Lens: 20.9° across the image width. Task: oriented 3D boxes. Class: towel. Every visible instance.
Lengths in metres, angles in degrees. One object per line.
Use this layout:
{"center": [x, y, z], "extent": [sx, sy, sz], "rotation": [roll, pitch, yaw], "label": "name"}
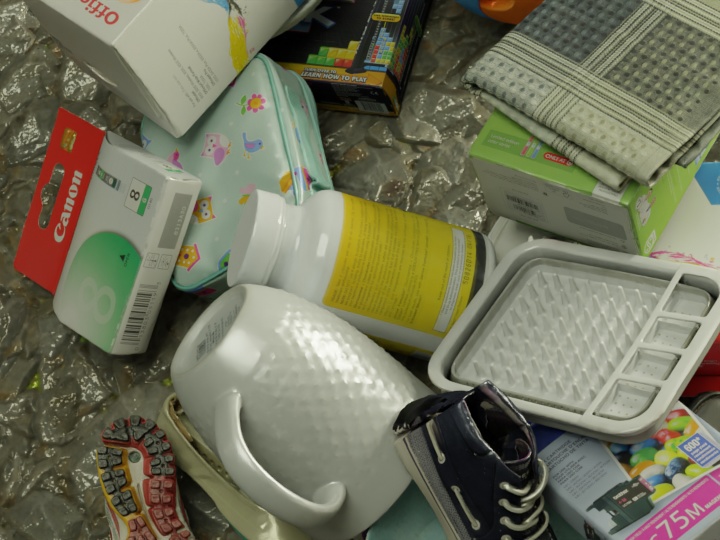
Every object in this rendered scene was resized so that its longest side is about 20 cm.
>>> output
{"center": [0.210, -0.160, 1.500], "extent": [0.192, 0.035, 0.200], "rotation": [-43, 53, -17], "label": "towel"}

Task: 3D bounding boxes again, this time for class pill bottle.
{"center": [0.000, 0.000, 1.558], "extent": [0.199, 0.112, 0.113], "rotation": [16, 64, -13], "label": "pill bottle"}

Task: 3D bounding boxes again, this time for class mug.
{"center": [-0.053, 0.112, 1.458], "extent": [0.148, 0.175, 0.200], "rotation": [-41, 20, 26], "label": "mug"}

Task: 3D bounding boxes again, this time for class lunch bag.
{"center": [-0.100, -0.077, 1.680], "extent": [0.160, 0.077, 0.201], "rotation": [-24, 64, 22], "label": "lunch bag"}

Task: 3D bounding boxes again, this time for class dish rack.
{"center": [0.168, 0.057, 1.463], "extent": [0.199, 0.044, 0.172], "rotation": [13, 51, 35], "label": "dish rack"}

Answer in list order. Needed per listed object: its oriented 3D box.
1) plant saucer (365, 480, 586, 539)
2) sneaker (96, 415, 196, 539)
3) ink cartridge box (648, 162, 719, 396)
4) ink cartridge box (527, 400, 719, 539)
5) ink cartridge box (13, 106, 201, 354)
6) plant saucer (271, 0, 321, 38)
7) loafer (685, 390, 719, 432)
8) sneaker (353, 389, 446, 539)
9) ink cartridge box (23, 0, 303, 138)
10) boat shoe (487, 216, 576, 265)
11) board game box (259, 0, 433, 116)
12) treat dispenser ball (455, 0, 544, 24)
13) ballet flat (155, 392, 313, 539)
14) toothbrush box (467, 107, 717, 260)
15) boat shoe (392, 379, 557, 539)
{"center": [0.097, 0.233, 1.469], "extent": [0.200, 0.039, 0.202], "rotation": [3, 69, -7], "label": "plant saucer"}
{"center": [-0.164, 0.221, 1.576], "extent": [0.077, 0.082, 0.201], "rotation": [-8, 74, -8], "label": "sneaker"}
{"center": [0.260, 0.018, 1.536], "extent": [0.115, 0.067, 0.201], "rotation": [-2, 63, 19], "label": "ink cartridge box"}
{"center": [0.194, 0.141, 1.423], "extent": [0.119, 0.042, 0.200], "rotation": [-34, 41, -15], "label": "ink cartridge box"}
{"center": [-0.237, -0.039, 1.689], "extent": [0.199, 0.050, 0.162], "rotation": [28, 104, 36], "label": "ink cartridge box"}
{"center": [-0.100, -0.273, 1.758], "extent": [0.199, 0.050, 0.201], "rotation": [-9, 60, 15], "label": "plant saucer"}
{"center": [0.243, 0.178, 1.444], "extent": [0.072, 0.072, 0.201], "rotation": [20, 72, 3], "label": "loafer"}
{"center": [0.075, 0.149, 1.539], "extent": [0.083, 0.081, 0.200], "rotation": [39, 88, 14], "label": "sneaker"}
{"center": [-0.161, -0.249, 1.650], "extent": [0.147, 0.145, 0.200], "rotation": [34, 78, 33], "label": "ink cartridge box"}
{"center": [0.170, -0.067, 1.612], "extent": [0.200, 0.066, 0.072], "rotation": [-41, 58, -6], "label": "boat shoe"}
{"center": [-0.041, -0.232, 1.778], "extent": [0.199, 0.057, 0.166], "rotation": [7, 67, 22], "label": "board game box"}
{"center": [0.142, -0.312, 1.672], "extent": [0.200, 0.201, 0.202], "rotation": [-8, 61, 15], "label": "treat dispenser ball"}
{"center": [-0.094, 0.164, 1.571], "extent": [0.200, 0.070, 0.070], "rotation": [36, 79, 30], "label": "ballet flat"}
{"center": [0.200, -0.124, 1.545], "extent": [0.145, 0.086, 0.201], "rotation": [19, 66, 29], "label": "toothbrush box"}
{"center": [0.106, 0.171, 1.403], "extent": [0.075, 0.093, 0.200], "rotation": [-37, 92, -35], "label": "boat shoe"}
